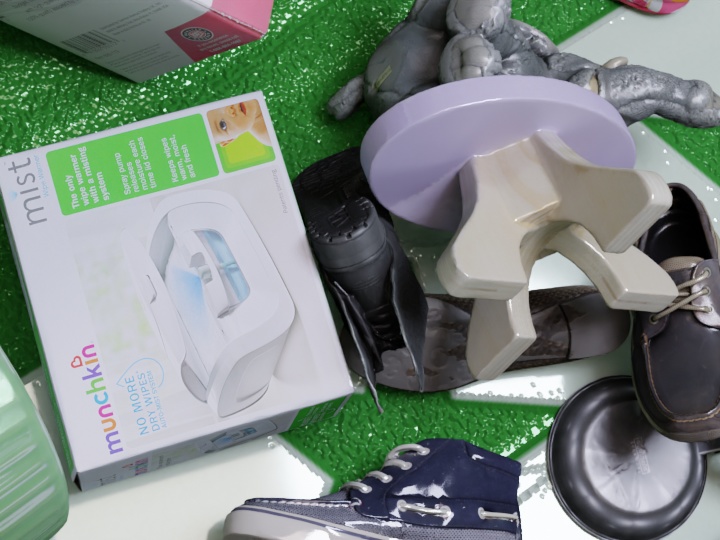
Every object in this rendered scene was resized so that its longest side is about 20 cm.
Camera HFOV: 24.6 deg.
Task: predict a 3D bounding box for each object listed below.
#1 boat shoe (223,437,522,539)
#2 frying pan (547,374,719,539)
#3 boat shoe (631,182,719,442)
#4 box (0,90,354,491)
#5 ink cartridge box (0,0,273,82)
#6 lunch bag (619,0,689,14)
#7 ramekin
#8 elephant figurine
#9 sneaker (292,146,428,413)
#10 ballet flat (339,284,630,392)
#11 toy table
[{"bbox_3d":[0.013,0.149,1.053,0.199,0.075,0.093,15,67,-17],"label":"boat shoe"},{"bbox_3d":[0.219,0.135,1.121,0.188,0.031,0.116,12,76,-7],"label":"frying pan"},{"bbox_3d":[0.205,0.023,1.079,0.074,0.074,0.201,-13,42,14],"label":"boat shoe"},{"bbox_3d":[-0.119,0.014,1.030,0.175,0.097,0.201,-14,78,-12],"label":"box"},{"bbox_3d":[-0.170,-0.200,1.013,0.199,0.146,0.083,22,70,-37],"label":"ink cartridge box"},{"bbox_3d":[0.181,-0.297,1.195,0.199,0.082,0.177,20,69,-9],"label":"lunch bag"},{"bbox_3d":[-0.251,0.094,0.939,0.097,0.200,0.201,-31,85,-25],"label":"ramekin"},{"bbox_3d":[0.113,-0.110,1.112,0.199,0.155,0.142,18,108,-36],"label":"elephant figurine"},{"bbox_3d":[0.003,-0.001,1.050,0.060,0.200,0.105,-22,111,5],"label":"sneaker"},{"bbox_3d":[0.082,0.040,1.108,0.198,0.046,0.068,-7,101,-9],"label":"ballet flat"},{"bbox_3d":[0.103,-0.031,1.008,0.199,0.184,0.118,-3,55,-28],"label":"toy table"}]
